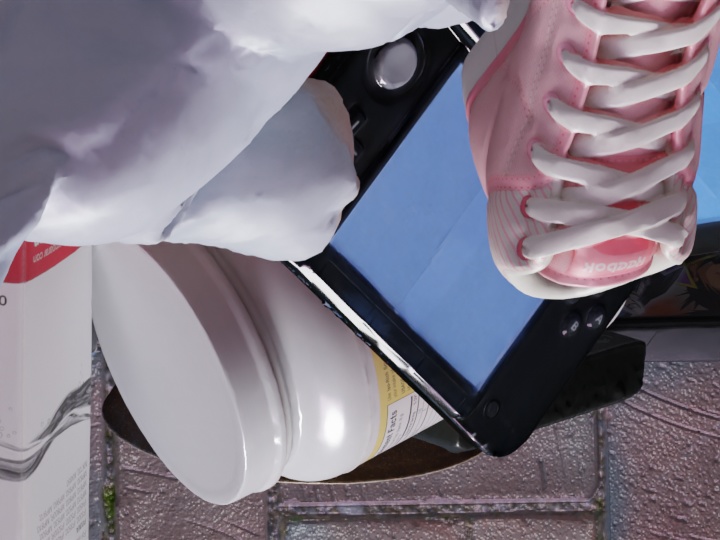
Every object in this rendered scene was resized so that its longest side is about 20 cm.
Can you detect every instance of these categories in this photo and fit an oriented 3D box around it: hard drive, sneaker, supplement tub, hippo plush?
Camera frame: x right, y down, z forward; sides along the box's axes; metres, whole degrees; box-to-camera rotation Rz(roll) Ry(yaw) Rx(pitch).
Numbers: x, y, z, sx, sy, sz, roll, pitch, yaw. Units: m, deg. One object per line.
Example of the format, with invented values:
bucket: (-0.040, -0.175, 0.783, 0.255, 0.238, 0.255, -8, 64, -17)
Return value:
hard drive: (0.018, 0.037, 1.227, 0.199, 0.033, 0.139, 16, -160, 40)
sneaker: (0.083, -0.058, 0.783, 0.075, 0.105, 0.200, 0, 154, -14)
supplement tub: (0.000, 0.000, 1.073, 0.199, 0.146, 0.145, -26, -174, -25)
hippo plush: (-0.042, -0.093, 0.647, 0.161, 0.160, 0.200, -40, 170, 29)

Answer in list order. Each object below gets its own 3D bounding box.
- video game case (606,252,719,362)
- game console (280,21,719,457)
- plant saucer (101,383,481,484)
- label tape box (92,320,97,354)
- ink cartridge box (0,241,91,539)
video game case: (0.190, -0.015, 1.333, 0.198, 0.026, 0.181, 0, -145, -13)
game console: (0.082, -0.025, 0.945, 0.118, 0.173, 0.200, 27, 167, 46)
plant saucer: (-0.029, 0.057, 1.276, 0.199, 0.037, 0.200, 3, -166, -1)
label tape box: (-0.173, 0.009, 1.159, 0.066, 0.202, 0.143, -5, 177, -27)
ink cartridge box: (-0.188, 0.041, 1.027, 0.146, 0.202, 0.083, 5, -165, 11)
